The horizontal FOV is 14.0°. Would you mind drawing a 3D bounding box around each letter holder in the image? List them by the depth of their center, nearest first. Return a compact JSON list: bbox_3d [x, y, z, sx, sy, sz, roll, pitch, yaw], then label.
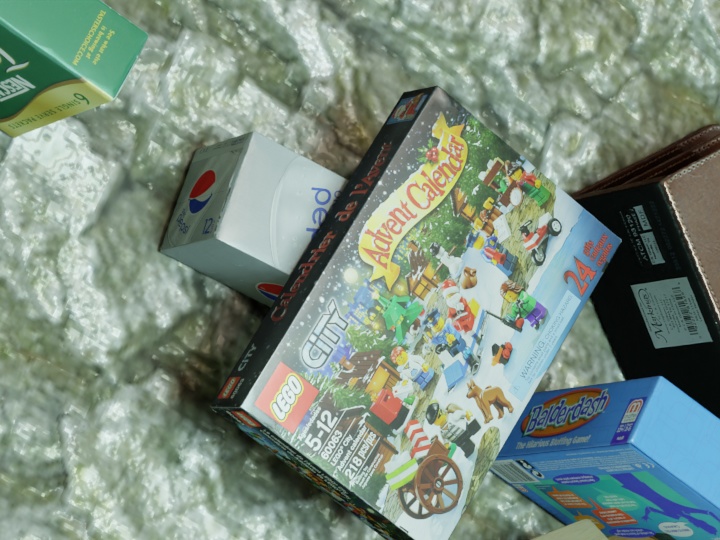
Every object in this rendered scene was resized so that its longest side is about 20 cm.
[{"bbox_3d":[0.225,0.021,1.658,0.142,0.101,0.200,-27,98,-32],"label":"letter holder"}]

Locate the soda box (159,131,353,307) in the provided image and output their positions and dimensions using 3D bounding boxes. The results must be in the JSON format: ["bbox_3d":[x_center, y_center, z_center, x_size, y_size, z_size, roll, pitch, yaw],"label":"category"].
[{"bbox_3d":[0.000,0.000,1.546,0.200,0.068,0.064,27,71,-24],"label":"soda box"}]

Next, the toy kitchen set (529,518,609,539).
[{"bbox_3d":[0.099,0.273,1.526,0.180,0.200,0.163,-17,134,-31],"label":"toy kitchen set"}]

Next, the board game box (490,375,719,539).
[{"bbox_3d":[0.181,0.132,1.587,0.200,0.152,0.045,37,67,-22],"label":"board game box"}]

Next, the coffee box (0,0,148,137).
[{"bbox_3d":[-0.211,-0.140,1.408,0.200,0.123,0.044,35,67,-24],"label":"coffee box"}]

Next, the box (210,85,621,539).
[{"bbox_3d":[0.031,0.026,1.500,0.137,0.038,0.200,38,71,-22],"label":"box"}]
